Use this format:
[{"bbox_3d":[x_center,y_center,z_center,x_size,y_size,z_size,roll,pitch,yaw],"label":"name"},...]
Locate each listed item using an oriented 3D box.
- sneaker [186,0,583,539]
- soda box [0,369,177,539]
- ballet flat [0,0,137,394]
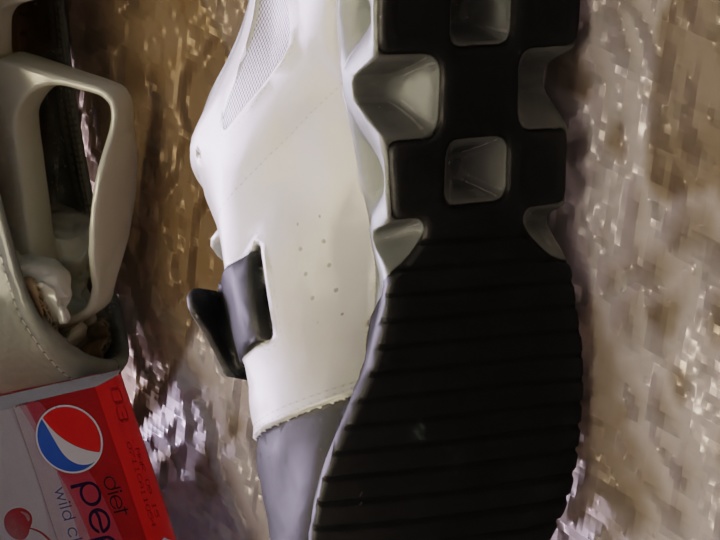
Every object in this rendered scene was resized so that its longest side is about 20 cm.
[{"bbox_3d":[0.000,0.000,0.635,0.088,0.074,0.201,11,97,51],"label":"sneaker"},{"bbox_3d":[-0.120,0.097,0.802,0.200,0.063,0.070,-40,66,56],"label":"soda box"},{"bbox_3d":[-0.092,-0.064,0.758,0.063,0.067,0.201,-2,98,25],"label":"ballet flat"}]
